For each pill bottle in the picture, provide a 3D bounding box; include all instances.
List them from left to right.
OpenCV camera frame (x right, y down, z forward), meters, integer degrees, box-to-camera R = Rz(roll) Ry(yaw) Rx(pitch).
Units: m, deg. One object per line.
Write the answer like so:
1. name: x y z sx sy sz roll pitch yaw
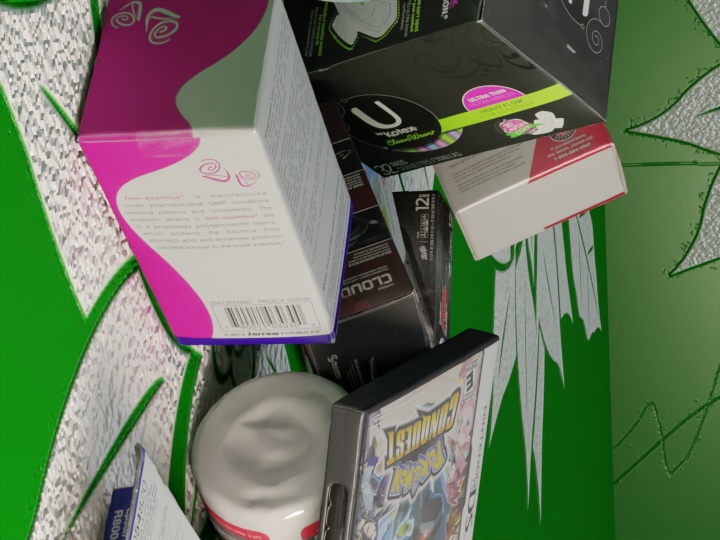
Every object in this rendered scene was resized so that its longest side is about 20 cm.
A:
1. pill bottle: -0.032 0.164 1.337 0.201 0.110 0.111 74 20 -49

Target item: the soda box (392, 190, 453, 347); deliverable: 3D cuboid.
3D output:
1. soda box: 0.039 0.038 1.763 0.071 0.063 0.202 49 41 -70

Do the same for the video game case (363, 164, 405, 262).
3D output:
1. video game case: 0.000 0.000 1.607 0.183 0.022 0.201 76 19 -47

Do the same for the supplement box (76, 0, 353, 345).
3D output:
1. supplement box: -0.076 -0.053 1.185 0.201 0.100 0.104 71 22 -55

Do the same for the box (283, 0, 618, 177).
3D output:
1. box: 0.054 -0.164 1.433 0.148 0.199 0.125 31 59 -41

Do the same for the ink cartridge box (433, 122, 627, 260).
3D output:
1. ink cartridge box: 0.120 -0.133 1.798 0.085 0.144 0.201 61 6 -57

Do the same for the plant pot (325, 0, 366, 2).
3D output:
1. plant pot: -0.018 -0.255 1.318 0.134 0.198 0.203 153 -62 -74

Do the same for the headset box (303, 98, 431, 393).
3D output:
1. headset box: -0.009 0.015 1.370 0.149 0.077 0.201 73 -3 -50

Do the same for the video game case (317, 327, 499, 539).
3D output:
1. video game case: 0.027 0.144 1.289 0.200 0.025 0.183 -24 124 -62

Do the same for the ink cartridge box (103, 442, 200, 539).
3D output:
1. ink cartridge box: -0.118 0.223 1.113 0.201 0.040 0.201 70 23 -54
